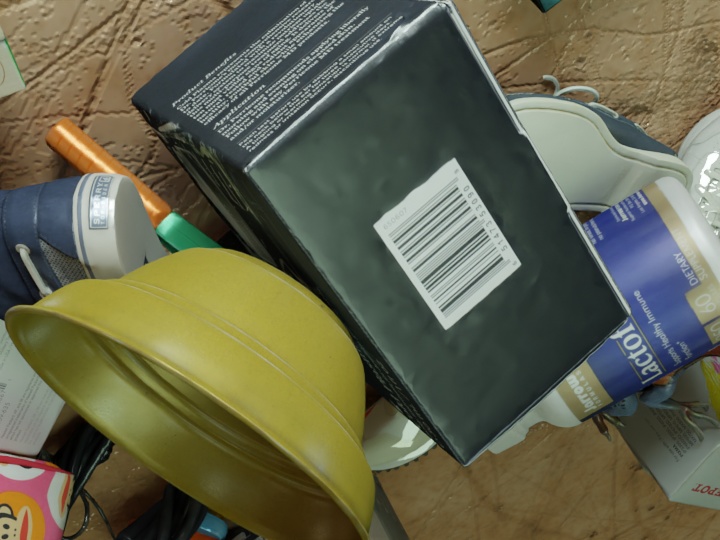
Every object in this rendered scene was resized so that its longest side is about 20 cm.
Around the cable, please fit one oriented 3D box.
[{"bbox_3d":[-0.158,0.158,0.780,0.162,0.200,0.051,-25,120,7],"label":"cable"}]

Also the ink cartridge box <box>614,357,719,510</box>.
[{"bbox_3d":[0.321,0.084,1.030,0.145,0.145,0.200,18,118,-40],"label":"ink cartridge box"}]

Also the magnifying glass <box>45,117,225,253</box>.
[{"bbox_3d":[-0.096,-0.012,0.690,0.022,0.200,0.080,-48,-179,-12],"label":"magnifying glass"}]

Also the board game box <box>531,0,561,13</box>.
[{"bbox_3d":[0.159,-0.257,0.706,0.199,0.028,0.135,-35,137,4],"label":"board game box"}]

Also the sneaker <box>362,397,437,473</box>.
[{"bbox_3d":[0.056,0.067,0.930,0.199,0.070,0.094,-35,120,6],"label":"sneaker"}]

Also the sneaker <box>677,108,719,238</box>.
[{"bbox_3d":[0.252,-0.033,0.911,0.075,0.100,0.201,28,114,-13],"label":"sneaker"}]

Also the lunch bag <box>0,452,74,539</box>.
[{"bbox_3d":[-0.261,0.133,0.712,0.175,0.199,0.083,15,77,-42],"label":"lunch bag"}]

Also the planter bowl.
[{"bbox_3d":[-0.060,0.049,0.577,0.084,0.199,0.201,-57,143,-23],"label":"planter bowl"}]

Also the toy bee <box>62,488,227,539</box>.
[{"bbox_3d":[-0.137,0.210,0.921,0.131,0.200,0.109,-48,177,-26],"label":"toy bee"}]

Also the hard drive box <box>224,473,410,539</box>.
[{"bbox_3d":[-0.024,0.260,0.950,0.155,0.200,0.077,-34,138,1],"label":"hard drive box"}]

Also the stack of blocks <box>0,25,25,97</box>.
[{"bbox_3d":[-0.206,-0.160,0.518,0.058,0.115,0.201,-22,137,-11],"label":"stack of blocks"}]

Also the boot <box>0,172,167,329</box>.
[{"bbox_3d":[-0.150,0.019,0.671,0.090,0.073,0.201,-2,142,6],"label":"boot"}]

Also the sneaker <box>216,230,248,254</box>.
[{"bbox_3d":[0.001,0.000,0.824,0.200,0.067,0.108,-22,134,-15],"label":"sneaker"}]

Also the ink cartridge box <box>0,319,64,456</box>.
[{"bbox_3d":[-0.251,0.022,0.680,0.199,0.067,0.116,22,101,-41],"label":"ink cartridge box"}]

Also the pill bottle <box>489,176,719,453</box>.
[{"bbox_3d":[0.153,0.034,0.831,0.199,0.116,0.116,-32,138,11],"label":"pill bottle"}]

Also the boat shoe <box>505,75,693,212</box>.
[{"bbox_3d":[0.148,-0.085,0.835,0.199,0.062,0.075,8,123,-38],"label":"boat shoe"}]

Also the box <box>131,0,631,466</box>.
[{"bbox_3d":[0.005,-0.037,0.646,0.124,0.197,0.200,-40,118,-7],"label":"box"}]

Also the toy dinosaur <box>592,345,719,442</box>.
[{"bbox_3d":[0.215,0.086,0.932,0.199,0.106,0.181,-10,170,-15],"label":"toy dinosaur"}]
